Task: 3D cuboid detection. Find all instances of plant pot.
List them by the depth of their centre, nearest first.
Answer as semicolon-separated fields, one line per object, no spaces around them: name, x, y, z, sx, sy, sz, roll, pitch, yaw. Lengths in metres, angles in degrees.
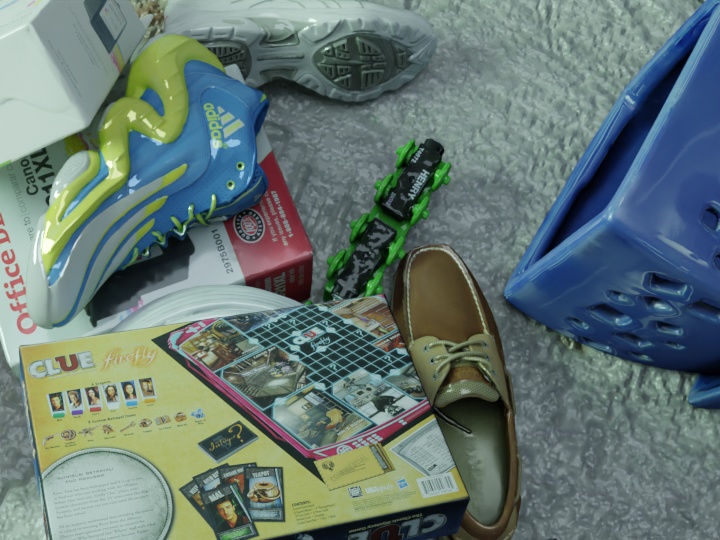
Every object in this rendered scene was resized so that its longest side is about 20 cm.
plant pot;0.231;-0.032;0.779;0.179;0.200;0.201;34;72;0

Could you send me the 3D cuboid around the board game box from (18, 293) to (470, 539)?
board game box;-0.061;0.085;0.619;0.197;0.035;0.136;-7;50;-18

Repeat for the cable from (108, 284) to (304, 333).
cable;-0.078;0.111;0.731;0.199;0.069;0.201;32;94;-12

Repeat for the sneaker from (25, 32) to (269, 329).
sneaker;-0.115;-0.045;0.726;0.104;0.076;0.202;22;69;2

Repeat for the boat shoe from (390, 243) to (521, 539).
boat shoe;0.067;0.077;0.787;0.075;0.074;0.203;-9;72;-8

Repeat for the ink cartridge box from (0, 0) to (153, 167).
ink cartridge box;-0.206;-0.133;0.765;0.116;0.201;0.068;-22;116;14

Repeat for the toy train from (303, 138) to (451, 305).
toy train;0.000;0.000;0.817;0.041;0.056;0.201;31;73;5

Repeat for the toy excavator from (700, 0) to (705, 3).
toy excavator;0.306;-0.253;0.853;0.099;0.200;0.197;-13;73;-9

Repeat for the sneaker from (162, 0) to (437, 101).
sneaker;-0.044;-0.177;0.867;0.197;0.078;0.100;0;51;-14

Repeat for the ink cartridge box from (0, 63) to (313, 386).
ink cartridge box;-0.146;-0.024;0.800;0.198;0.083;0.147;-20;74;-11

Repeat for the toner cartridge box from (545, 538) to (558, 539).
toner cartridge box;0.036;0.235;0.747;0.197;0.043;0.096;-12;72;-9
